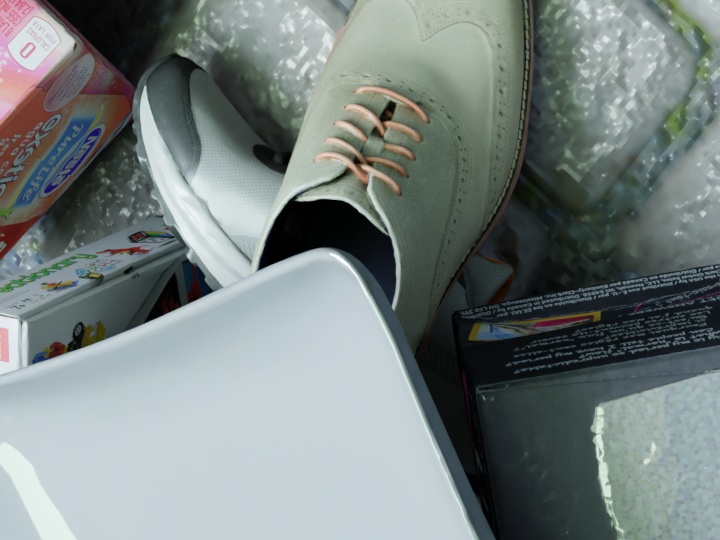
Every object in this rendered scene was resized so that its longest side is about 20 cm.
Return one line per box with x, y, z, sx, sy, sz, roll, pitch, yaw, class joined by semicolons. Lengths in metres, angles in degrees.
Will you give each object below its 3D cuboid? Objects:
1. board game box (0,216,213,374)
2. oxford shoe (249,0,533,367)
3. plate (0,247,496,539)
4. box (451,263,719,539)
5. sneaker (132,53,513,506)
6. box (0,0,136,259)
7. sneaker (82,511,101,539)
-0.093;0.093;0.877;0.035;0.126;0.201;9;108;26;board game box
0.010;-0.028;0.772;0.071;0.074;0.201;14;76;7;oxford shoe
-0.019;0.102;0.719;0.200;0.032;0.200;-21;96;46;plate
0.109;0.108;0.749;0.132;0.115;0.201;-10;101;0;box
0.000;0.000;0.839;0.079;0.074;0.200;-44;81;11;sneaker
-0.184;-0.100;0.872;0.200;0.103;0.095;44;91;11;box
-0.061;0.116;0.836;0.091;0.077;0.201;-177;82;-70;sneaker
